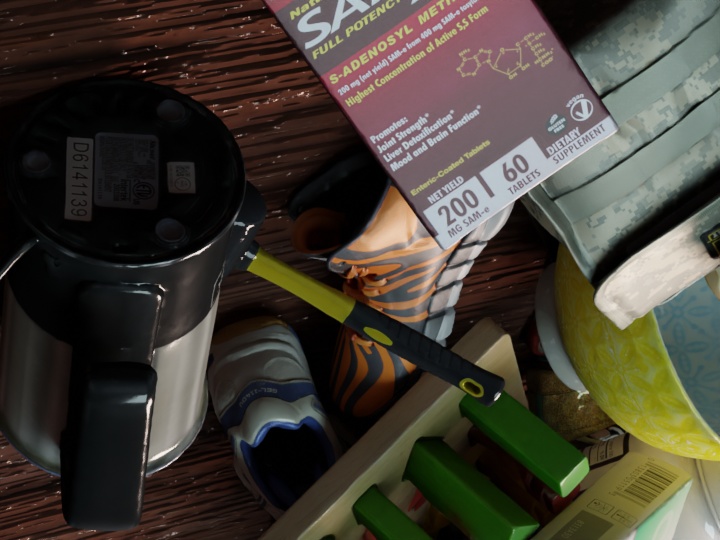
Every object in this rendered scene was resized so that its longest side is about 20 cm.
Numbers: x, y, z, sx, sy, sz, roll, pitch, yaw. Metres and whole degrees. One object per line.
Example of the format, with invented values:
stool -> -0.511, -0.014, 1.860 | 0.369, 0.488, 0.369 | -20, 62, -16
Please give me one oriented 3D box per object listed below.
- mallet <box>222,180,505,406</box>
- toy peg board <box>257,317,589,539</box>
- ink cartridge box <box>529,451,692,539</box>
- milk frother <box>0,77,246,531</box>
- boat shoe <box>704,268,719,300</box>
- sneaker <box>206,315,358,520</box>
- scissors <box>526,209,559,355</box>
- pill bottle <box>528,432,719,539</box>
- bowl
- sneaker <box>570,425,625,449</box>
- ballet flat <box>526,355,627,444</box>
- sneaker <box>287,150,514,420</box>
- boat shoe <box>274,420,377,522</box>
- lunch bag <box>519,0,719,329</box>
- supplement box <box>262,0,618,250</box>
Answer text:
mallet -> -0.008, 0.011, 1.558 | 0.200, 0.041, 0.066 | 23, 128, -5
toy peg board -> 0.050, 0.163, 1.710 | 0.200, 0.098, 0.199 | -44, 154, -12
ink cartridge box -> 0.123, 0.223, 1.743 | 0.161, 0.050, 0.200 | -33, 141, -57
milk frother -> -0.172, 0.018, 1.455 | 0.199, 0.181, 0.188 | 17, 141, 3
boat shoe -> 0.280, 0.006, 1.726 | 0.069, 0.074, 0.200 | -30, 150, 33
sneaker -> -0.039, 0.117, 1.705 | 0.075, 0.088, 0.200 | -24, 138, 6
scissors -> 0.131, -0.009, 1.796 | 0.073, 0.014, 0.200 | -25, 148, -10
pill bottle -> 0.152, 0.169, 1.866 | 0.200, 0.113, 0.112 | -20, 153, 16
bowl -> 0.168, 0.023, 1.737 | 0.107, 0.201, 0.200 | -15, 161, 31
sneaker -> 0.144, 0.146, 1.970 | 0.200, 0.074, 0.089 | -31, 152, -3
ballet flat -> 0.188, 0.085, 1.924 | 0.200, 0.071, 0.071 | -2, 138, -38
sneaker -> 0.000, 0.000, 1.635 | 0.112, 0.078, 0.200 | -1, 127, -36
boat shoe -> 0.004, 0.127, 1.816 | 0.091, 0.071, 0.200 | -16, 146, -24
lunch bag -> 0.159, -0.074, 1.554 | 0.164, 0.118, 0.200 | -35, 121, 6
supplement box -> 0.026, -0.119, 1.399 | 0.109, 0.061, 0.200 | -35, 121, 4
